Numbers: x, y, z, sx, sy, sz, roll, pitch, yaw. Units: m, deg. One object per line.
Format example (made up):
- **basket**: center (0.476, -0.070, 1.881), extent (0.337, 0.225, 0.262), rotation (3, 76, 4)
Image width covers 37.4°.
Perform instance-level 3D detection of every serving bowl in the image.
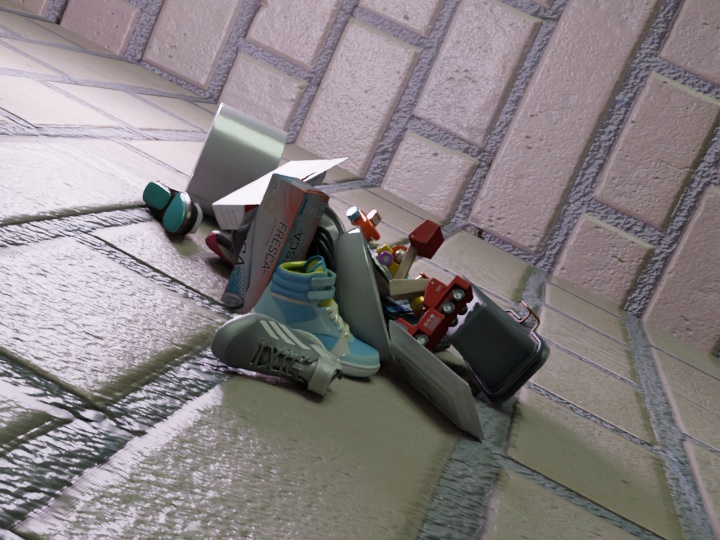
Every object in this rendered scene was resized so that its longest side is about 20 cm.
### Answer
- **serving bowl**: center (-0.006, 0.041, 1.560), extent (0.065, 0.203, 0.200), rotation (-15, 12, 2)

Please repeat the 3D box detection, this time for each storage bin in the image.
- **storage bin**: center (0.199, 0.091, 1.691), extent (0.134, 0.146, 0.200), rotation (43, 6, -19)

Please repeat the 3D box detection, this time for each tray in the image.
- **tray**: center (0.098, 0.154, 1.484), extent (0.200, 0.022, 0.108), rotation (39, -25, 50)

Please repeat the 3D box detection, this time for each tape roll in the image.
- **tape roll**: center (-0.235, -0.192, 1.985), extent (0.138, 0.205, 0.203), rotation (22, 11, -12)

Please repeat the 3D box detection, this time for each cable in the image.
- **cable**: center (-0.110, -0.020, 1.557), extent (0.050, 0.165, 0.200), rotation (0, 30, -38)

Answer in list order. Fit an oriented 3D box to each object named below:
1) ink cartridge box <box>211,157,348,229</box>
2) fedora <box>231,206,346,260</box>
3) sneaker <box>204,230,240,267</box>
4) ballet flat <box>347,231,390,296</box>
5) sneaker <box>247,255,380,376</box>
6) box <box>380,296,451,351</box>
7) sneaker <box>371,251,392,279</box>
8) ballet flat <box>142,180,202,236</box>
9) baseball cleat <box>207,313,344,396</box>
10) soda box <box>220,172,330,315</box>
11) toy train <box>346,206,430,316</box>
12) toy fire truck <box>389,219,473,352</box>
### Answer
- **ink cartridge box**: center (-0.119, -0.115, 1.616), extent (0.162, 0.058, 0.199), rotation (-31, 21, -25)
- **fedora**: center (-0.097, -0.051, 1.694), extent (0.198, 0.090, 0.179), rotation (-2, 60, -39)
- **sneaker**: center (-0.168, -0.036, 1.745), extent (0.199, 0.075, 0.080), rotation (15, 15, -43)
- **ballet flat**: center (0.000, 0.000, 1.721), extent (0.068, 0.062, 0.200), rotation (49, -3, 34)
- **sneaker**: center (-0.042, 0.057, 1.440), extent (0.198, 0.132, 0.080), rotation (23, 10, -17)
- **box**: center (0.062, 0.081, 1.792), extent (0.158, 0.046, 0.199), rotation (30, 12, 22)
- **sneaker**: center (0.015, -0.002, 1.894), extent (0.078, 0.099, 0.200), rotation (57, 17, 6)
- **ballet flat**: center (-0.301, -0.101, 1.772), extent (0.068, 0.068, 0.200), rotation (28, 8, -35)
- **baseball cleat**: center (-0.088, 0.103, 1.283), extent (0.106, 0.070, 0.199), rotation (33, 13, 34)
- **soda box**: center (-0.119, -0.030, 1.486), extent (0.068, 0.202, 0.063), rotation (30, 12, 31)
- **toy train**: center (0.058, -0.020, 1.749), extent (0.201, 0.055, 0.150), rotation (55, 0, -28)
- **toy fire truck**: center (0.094, 0.033, 1.625), extent (0.140, 0.200, 0.049), rotation (32, -18, 28)
